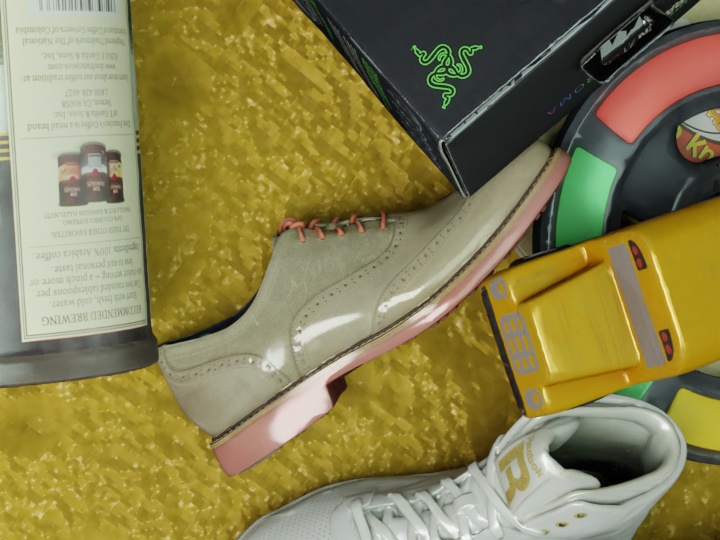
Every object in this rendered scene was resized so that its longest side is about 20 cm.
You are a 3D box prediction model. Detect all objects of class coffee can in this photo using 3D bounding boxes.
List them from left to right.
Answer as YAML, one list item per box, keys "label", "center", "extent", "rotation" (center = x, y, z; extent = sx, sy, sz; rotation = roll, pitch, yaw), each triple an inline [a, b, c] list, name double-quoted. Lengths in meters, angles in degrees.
- label: "coffee can"
  center: [-0.158, -0.059, 0.924]
  extent: [0.146, 0.146, 0.201]
  rotation: [-4, 92, -19]

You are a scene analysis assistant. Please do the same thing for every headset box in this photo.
- label: "headset box"
  center: [0.049, -0.155, 0.961]
  extent: [0.174, 0.093, 0.200]
  rotation: [-39, 75, -1]

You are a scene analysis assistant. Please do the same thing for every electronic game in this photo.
- label: "electronic game"
  center: [0.170, -0.013, 1.061]
  extent: [0.199, 0.042, 0.201]
  rotation: [-1, 92, -18]

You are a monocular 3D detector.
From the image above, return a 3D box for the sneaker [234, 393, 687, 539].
- label: "sneaker"
  center: [0.041, 0.098, 1.005]
  extent: [0.199, 0.116, 0.074]
  rotation: [-11, 64, -23]

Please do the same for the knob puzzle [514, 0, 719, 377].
- label: "knob puzzle"
  center: [0.159, -0.051, 1.094]
  extent: [0.218, 0.030, 0.221]
  rotation: [0, 91, -18]

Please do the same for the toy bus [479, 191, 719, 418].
- label: "toy bus"
  center: [0.152, 0.001, 0.984]
  extent: [0.199, 0.078, 0.065]
  rotation: [-18, 90, -28]

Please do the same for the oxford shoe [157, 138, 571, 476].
- label: "oxford shoe"
  center: [0.000, 0.000, 1.003]
  extent: [0.200, 0.070, 0.075]
  rotation: [-39, 92, 1]
